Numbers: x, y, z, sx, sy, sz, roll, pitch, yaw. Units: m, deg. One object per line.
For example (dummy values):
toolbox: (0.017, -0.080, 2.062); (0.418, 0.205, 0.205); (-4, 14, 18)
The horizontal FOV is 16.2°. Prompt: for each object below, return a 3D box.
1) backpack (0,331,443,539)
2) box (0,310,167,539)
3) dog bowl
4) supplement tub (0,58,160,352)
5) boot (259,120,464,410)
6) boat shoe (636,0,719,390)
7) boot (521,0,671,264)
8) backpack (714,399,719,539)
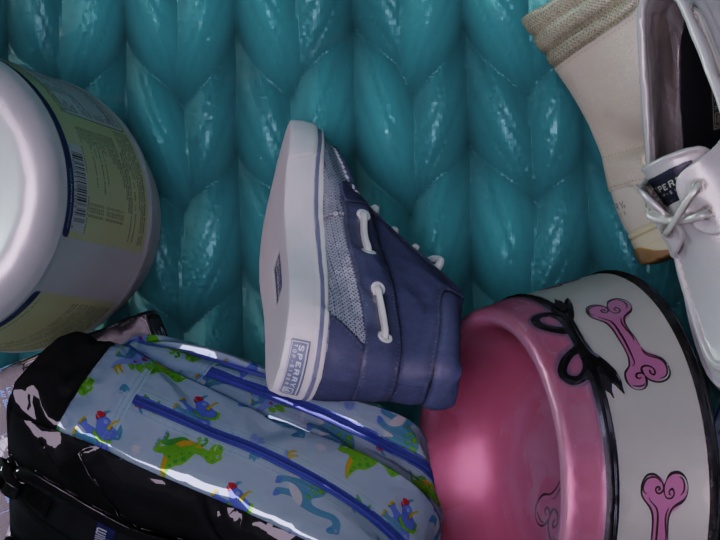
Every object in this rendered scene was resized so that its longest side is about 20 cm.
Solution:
backpack: (-0.060, 0.118, 1.235); (0.199, 0.154, 0.164); (26, 138, 23)
box: (-0.166, 0.148, 1.345); (0.198, 0.050, 0.201); (-22, 91, 3)
dog bowl: (0.092, 0.101, 1.222); (0.073, 0.200, 0.201); (1, 95, -23)
supplement tub: (-0.187, -0.032, 1.263); (0.144, 0.200, 0.146); (-1, 87, 13)
boot: (0.000, 0.000, 1.261); (0.090, 0.201, 0.073); (10, 127, -10)
boat shoe: (0.161, -0.039, 1.169); (0.072, 0.065, 0.201); (-18, 68, 51)
boot: (0.195, -0.112, 1.259); (0.199, 0.072, 0.155); (-28, 86, 11)
backpack: (0.245, 0.062, 1.221); (0.162, 0.154, 0.201); (11, 114, 1)
